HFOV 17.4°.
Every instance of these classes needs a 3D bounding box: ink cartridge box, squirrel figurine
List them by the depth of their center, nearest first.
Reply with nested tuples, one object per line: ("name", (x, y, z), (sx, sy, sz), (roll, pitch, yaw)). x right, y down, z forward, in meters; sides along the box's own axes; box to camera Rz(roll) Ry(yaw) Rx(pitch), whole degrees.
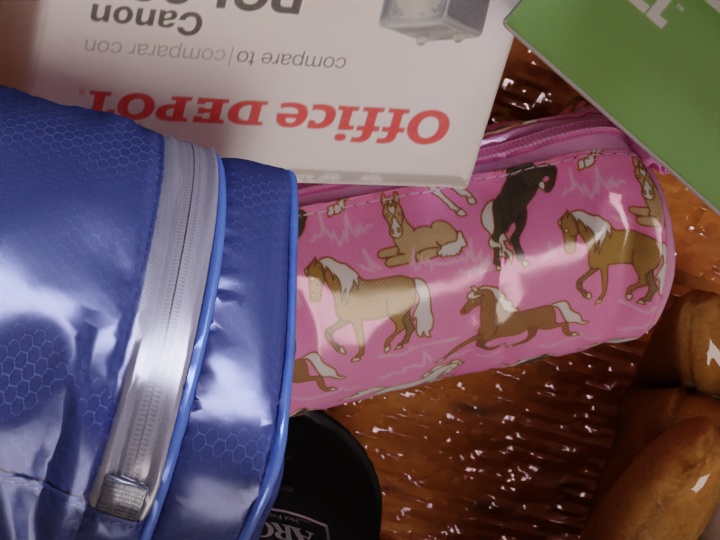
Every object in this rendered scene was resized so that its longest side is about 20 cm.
("ink cartridge box", (-0.021, -0.126, 0.639), (0.144, 0.085, 0.201), (1, 126, -23))
("ink cartridge box", (0.103, -0.058, 0.658), (0.104, 0.200, 0.059), (42, 105, 6))
("squirrel figurine", (0.098, 0.139, 0.819), (0.187, 0.141, 0.200), (-48, 176, -40))

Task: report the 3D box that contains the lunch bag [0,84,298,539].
("lunch bag", (-0.090, 0.059, 0.617), (0.131, 0.136, 0.201), (18, 131, -11))

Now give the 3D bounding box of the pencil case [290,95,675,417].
("pencil case", (0.000, 0.000, 0.745), (0.198, 0.086, 0.084), (-11, 86, -16))

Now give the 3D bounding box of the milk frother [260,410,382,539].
("milk frother", (-0.065, 0.178, 0.773), (0.179, 0.189, 0.201), (-8, 127, -2))
